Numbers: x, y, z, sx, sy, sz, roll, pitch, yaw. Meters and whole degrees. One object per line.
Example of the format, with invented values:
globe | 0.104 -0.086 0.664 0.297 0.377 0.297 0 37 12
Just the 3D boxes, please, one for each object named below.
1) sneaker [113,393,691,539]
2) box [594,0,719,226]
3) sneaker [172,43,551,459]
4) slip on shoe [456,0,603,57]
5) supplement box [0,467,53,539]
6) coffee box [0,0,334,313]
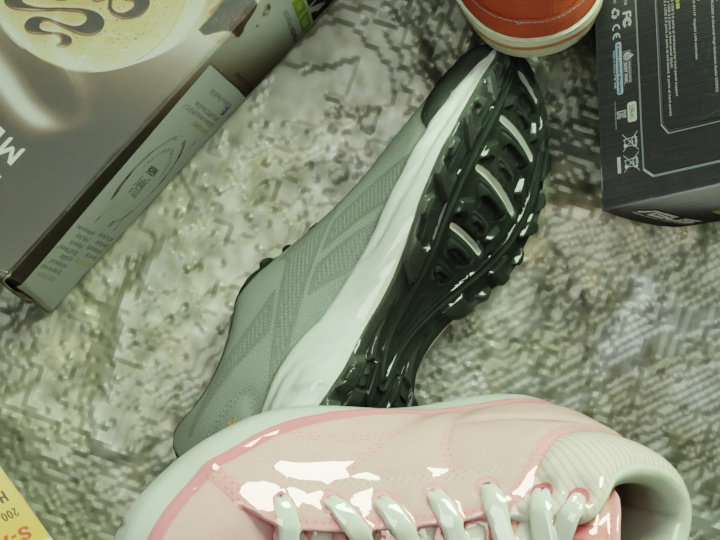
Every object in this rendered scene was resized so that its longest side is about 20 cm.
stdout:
sneaker | 0.023 0.088 0.826 0.199 0.104 0.076 -11 109 -36
box | 0.151 -0.127 0.882 0.158 0.048 0.202 -13 76 45
sneaker | 0.000 0.000 0.910 0.079 0.074 0.201 22 74 38
slip on shoe | 0.036 -0.171 0.925 0.074 0.061 0.201 -18 61 -4
supplement box | -0.159 0.128 0.856 0.126 0.074 0.200 -28 62 -26
coffee box | -0.093 -0.098 0.929 0.113 0.080 0.200 41 86 10
